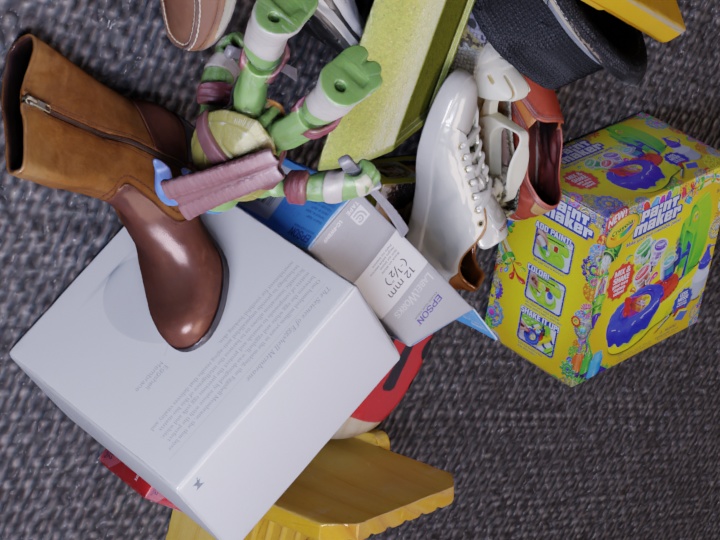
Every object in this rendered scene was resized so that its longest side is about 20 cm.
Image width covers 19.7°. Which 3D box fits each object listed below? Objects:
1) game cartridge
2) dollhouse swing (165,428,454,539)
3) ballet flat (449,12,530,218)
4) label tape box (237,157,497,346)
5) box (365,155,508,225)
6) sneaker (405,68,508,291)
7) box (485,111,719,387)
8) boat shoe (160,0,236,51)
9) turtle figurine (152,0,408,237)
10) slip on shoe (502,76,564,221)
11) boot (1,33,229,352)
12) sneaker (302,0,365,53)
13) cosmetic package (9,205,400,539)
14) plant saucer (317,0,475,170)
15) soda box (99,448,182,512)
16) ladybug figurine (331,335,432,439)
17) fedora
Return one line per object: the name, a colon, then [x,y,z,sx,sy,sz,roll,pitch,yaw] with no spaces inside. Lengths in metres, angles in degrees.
game cartridge: [0.188,-0.289,1.707,0.032,0.177,0.200,-27,157,29]
dollhouse swing: [-0.039,0.239,1.834,0.200,0.176,0.182,-15,128,-46]
ballet flat: [0.114,-0.136,1.764,0.072,0.072,0.201,-18,112,-43]
label tape box: [0.000,0.000,1.661,0.066,0.143,0.200,-50,125,-10]
box: [0.059,-0.060,1.822,0.200,0.050,0.075,-11,125,-48]
sneaker: [0.090,-0.072,1.723,0.073,0.084,0.200,-50,153,-51]
box: [0.239,-0.024,2.014,0.200,0.122,0.193,-24,133,-39]
boat shoe: [-0.131,-0.244,1.422,0.072,0.076,0.201,-23,125,-35]
turtle figurine: [-0.042,-0.119,1.448,0.199,0.144,0.194,-3,155,-24]
slip on shoe: [0.151,-0.143,1.820,0.074,0.061,0.201,-4,96,-48]
boot: [-0.171,-0.050,1.455,0.200,0.068,0.189,26,59,-57]
sneaker: [-0.016,-0.243,1.555,0.115,0.076,0.201,-50,143,-6]
cosmetic package: [-0.116,0.065,1.572,0.199,0.200,0.123,-48,145,-11]
plant saucer: [0.043,-0.179,1.631,0.200,0.048,0.200,-44,155,-69]
soda box: [-0.125,0.097,1.709,0.200,0.063,0.070,-57,146,0]
ladybug figurine: [0.010,0.067,1.844,0.136,0.072,0.200,6,112,-53]
fedora: [0.151,-0.223,1.725,0.091,0.201,0.200,-31,155,25]
